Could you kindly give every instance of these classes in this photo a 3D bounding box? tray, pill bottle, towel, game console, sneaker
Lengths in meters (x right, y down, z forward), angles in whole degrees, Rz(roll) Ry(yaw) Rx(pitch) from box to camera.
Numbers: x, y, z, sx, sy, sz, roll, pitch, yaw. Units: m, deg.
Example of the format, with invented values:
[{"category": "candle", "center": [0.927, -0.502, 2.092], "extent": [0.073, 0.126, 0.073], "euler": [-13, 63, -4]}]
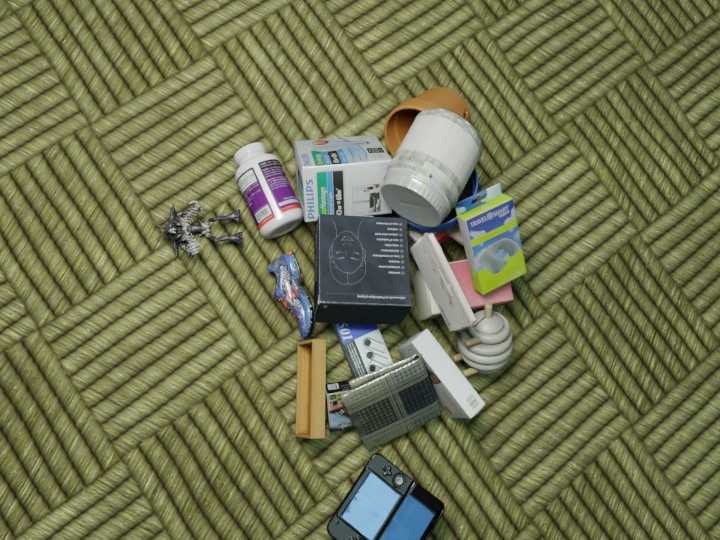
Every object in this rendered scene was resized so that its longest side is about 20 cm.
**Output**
[{"category": "tray", "center": [-0.108, 0.257, 1.337], "extent": [0.036, 0.098, 0.206], "euler": [6, 77, -25]}, {"category": "pill bottle", "center": [-0.214, -0.184, 1.405], "extent": [0.110, 0.113, 0.203], "euler": [-24, 83, -12]}, {"category": "towel", "center": [0.066, 0.284, 1.328], "extent": [0.196, 0.035, 0.195], "euler": [-25, 125, -2]}, {"category": "game console", "center": [0.050, 0.521, 1.298], "extent": [0.171, 0.119, 0.201], "euler": [37, 76, 1]}, {"category": "sneaker", "center": [-0.156, 0.060, 1.393], "extent": [0.077, 0.075, 0.204], "euler": [-19, 74, -2]}]

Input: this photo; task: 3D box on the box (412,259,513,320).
[{"category": "box", "center": [0.231, 0.040, 1.414], "extent": [0.195, 0.128, 0.112], "euler": [-9, 81, -9]}]

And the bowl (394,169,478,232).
[{"category": "bowl", "center": [0.164, -0.175, 1.355], "extent": [0.196, 0.039, 0.205], "euler": [-9, 62, 16]}]

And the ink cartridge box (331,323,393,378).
[{"category": "ink cartridge box", "center": [0.002, 0.162, 1.400], "extent": [0.092, 0.044, 0.204], "euler": [-22, 82, -13]}]

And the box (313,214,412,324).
[{"category": "box", "center": [0.000, 0.000, 1.310], "extent": [0.195, 0.124, 0.201], "euler": [2, 66, -8]}]

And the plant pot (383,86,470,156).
[{"category": "plant pot", "center": [0.172, -0.337, 1.461], "extent": [0.199, 0.201, 0.141], "euler": [38, 59, 1]}]

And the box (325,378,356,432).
[{"category": "box", "center": [0.022, 0.285, 1.352], "extent": [0.195, 0.035, 0.112], "euler": [-9, 121, -9]}]

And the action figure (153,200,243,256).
[{"category": "action figure", "center": [-0.364, -0.096, 1.374], "extent": [0.195, 0.102, 0.122], "euler": [-5, 91, -10]}]

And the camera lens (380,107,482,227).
[{"category": "camera lens", "center": [0.147, -0.214, 1.262], "extent": [0.158, 0.160, 0.203], "euler": [30, 75, -1]}]

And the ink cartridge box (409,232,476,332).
[{"category": "ink cartridge box", "center": [0.176, 0.021, 1.255], "extent": [0.043, 0.174, 0.203], "euler": [-25, 85, -11]}]

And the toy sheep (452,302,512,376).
[{"category": "toy sheep", "center": [0.278, 0.158, 1.379], "extent": [0.134, 0.203, 0.140], "euler": [-1, 40, 1]}]

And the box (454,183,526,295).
[{"category": "box", "center": [0.278, -0.065, 1.303], "extent": [0.120, 0.048, 0.204], "euler": [-24, 115, -12]}]

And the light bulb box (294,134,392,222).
[{"category": "light bulb box", "center": [-0.043, -0.211, 1.377], "extent": [0.195, 0.199, 0.128], "euler": [-6, 118, -9]}]

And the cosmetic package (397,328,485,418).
[{"category": "cosmetic package", "center": [0.173, 0.232, 1.356], "extent": [0.051, 0.151, 0.201], "euler": [-37, 85, -13]}]

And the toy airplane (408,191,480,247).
[{"category": "toy airplane", "center": [0.204, -0.119, 1.398], "extent": [0.195, 0.143, 0.202], "euler": [9, 46, -11]}]
